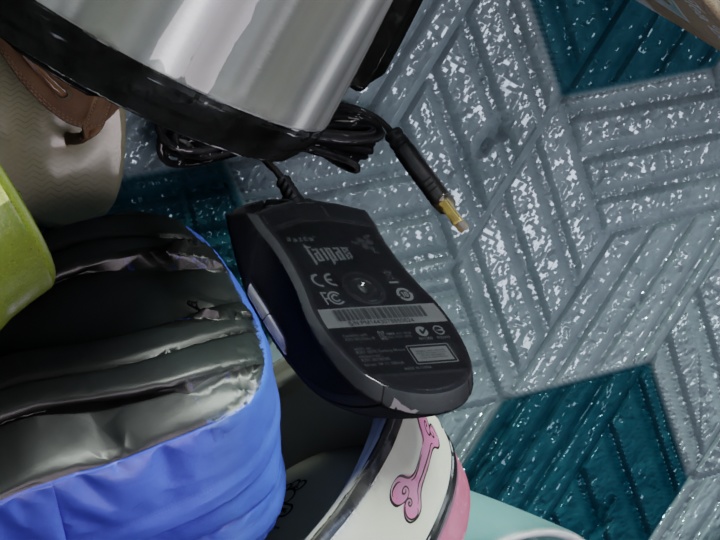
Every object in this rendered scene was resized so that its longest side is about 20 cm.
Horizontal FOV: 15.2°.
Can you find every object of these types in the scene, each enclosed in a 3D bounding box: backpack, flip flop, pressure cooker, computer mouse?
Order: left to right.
[{"bbox_3d":[-0.134,0.073,1.141,0.200,0.163,0.168,-23,141,-11],"label":"backpack"},{"bbox_3d":[-0.120,-0.105,1.118,0.081,0.058,0.200,-9,121,-33],"label":"flip flop"},{"bbox_3d":[-0.048,-0.161,0.996,0.200,0.176,0.179,-61,162,10],"label":"pressure cooker"},{"bbox_3d":[0.000,0.000,1.192,0.140,0.200,0.046,-7,136,-41],"label":"computer mouse"}]

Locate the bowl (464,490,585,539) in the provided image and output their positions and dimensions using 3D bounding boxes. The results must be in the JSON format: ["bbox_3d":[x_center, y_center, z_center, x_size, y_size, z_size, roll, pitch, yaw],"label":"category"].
[{"bbox_3d":[0.013,0.181,1.349,0.201,0.105,0.201,-30,141,-27],"label":"bowl"}]

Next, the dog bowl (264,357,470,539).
[{"bbox_3d":[-0.035,0.125,1.218,0.200,0.200,0.074,-46,110,-4],"label":"dog bowl"}]

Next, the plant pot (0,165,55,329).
[{"bbox_3d":[-0.225,0.004,1.000,0.193,0.200,0.200,-34,132,-11],"label":"plant pot"}]

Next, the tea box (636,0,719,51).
[{"bbox_3d":[0.162,-0.229,1.201,0.197,0.134,0.200,-51,134,-1],"label":"tea box"}]
